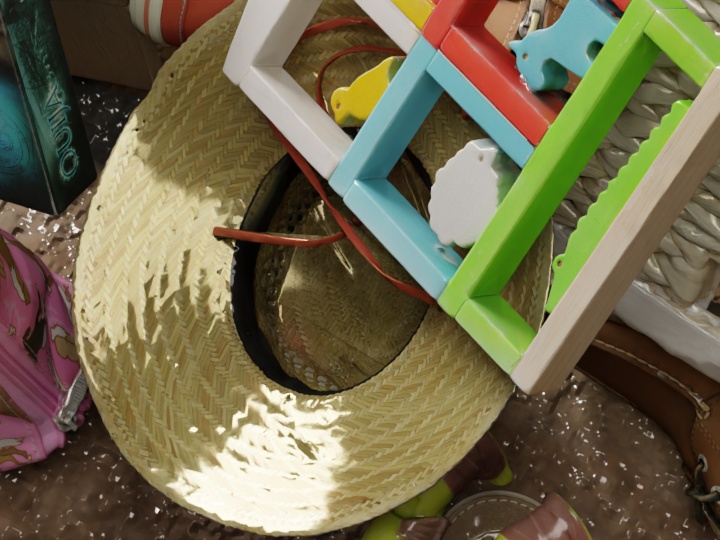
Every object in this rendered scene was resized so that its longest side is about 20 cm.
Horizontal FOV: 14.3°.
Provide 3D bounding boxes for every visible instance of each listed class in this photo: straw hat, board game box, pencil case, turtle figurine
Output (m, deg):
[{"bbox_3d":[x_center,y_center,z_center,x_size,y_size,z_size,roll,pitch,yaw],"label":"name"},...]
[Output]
[{"bbox_3d":[0.000,0.000,1.028,0.200,0.085,0.202,-6,77,24],"label":"straw hat"},{"bbox_3d":[-0.193,-0.101,1.038,0.199,0.136,0.028,15,46,31],"label":"board game box"},{"bbox_3d":[-0.156,0.003,1.006,0.086,0.200,0.083,-5,65,14],"label":"pencil case"},{"bbox_3d":[-0.007,0.120,0.994,0.161,0.065,0.200,-42,41,-8],"label":"turtle figurine"}]

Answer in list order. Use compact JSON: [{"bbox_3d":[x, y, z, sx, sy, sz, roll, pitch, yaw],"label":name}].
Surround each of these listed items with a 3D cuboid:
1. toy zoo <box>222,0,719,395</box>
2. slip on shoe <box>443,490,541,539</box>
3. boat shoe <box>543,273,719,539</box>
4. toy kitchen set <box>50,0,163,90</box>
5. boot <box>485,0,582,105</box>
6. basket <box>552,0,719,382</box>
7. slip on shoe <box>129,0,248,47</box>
[{"bbox_3d":[0.029,-0.074,0.947,0.200,0.020,0.132,48,120,26],"label":"toy zoo"},{"bbox_3d":[0.047,0.173,1.009,0.075,0.061,0.201,7,72,6],"label":"slip on shoe"},{"bbox_3d":[0.145,0.065,1.034,0.199,0.072,0.068,26,80,17],"label":"boat shoe"},{"bbox_3d":[-0.163,-0.192,1.086,0.199,0.181,0.164,10,71,8],"label":"toy kitchen set"},{"bbox_3d":[0.114,-0.136,1.108,0.199,0.077,0.156,9,79,-6],"label":"boot"},{"bbox_3d":[0.198,-0.060,0.988,0.198,0.161,0.200,32,47,19],"label":"basket"},{"bbox_3d":[-0.016,-0.149,1.099,0.061,0.074,0.200,23,50,14],"label":"slip on shoe"}]
